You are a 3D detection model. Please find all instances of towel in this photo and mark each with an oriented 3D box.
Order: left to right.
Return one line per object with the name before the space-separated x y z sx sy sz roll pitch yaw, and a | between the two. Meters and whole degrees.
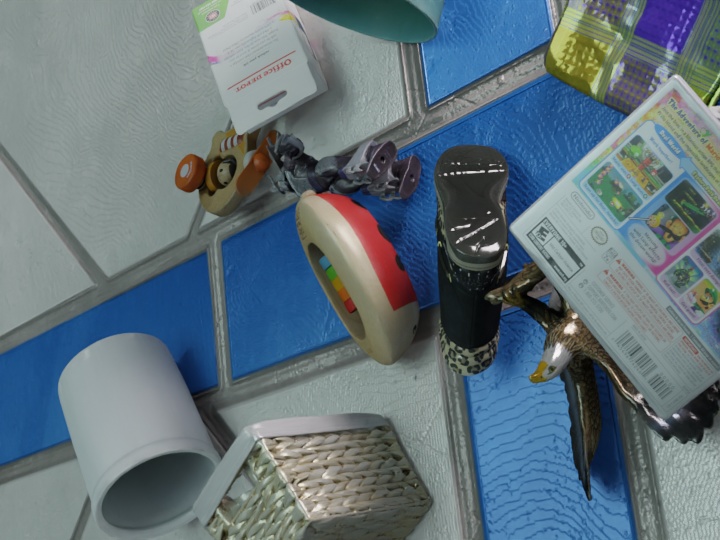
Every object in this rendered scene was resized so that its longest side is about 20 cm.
towel | 0.252 -0.211 1.089 0.200 0.023 0.145 42 115 43

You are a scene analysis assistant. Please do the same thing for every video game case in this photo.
video game case | 0.244 -0.016 0.955 0.182 0.024 0.201 -43 79 22

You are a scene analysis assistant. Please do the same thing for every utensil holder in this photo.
utensil holder | -0.282 0.205 1.530 0.171 0.168 0.201 -55 47 27

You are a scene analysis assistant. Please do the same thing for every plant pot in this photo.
plant pot | 0.013 -0.353 1.263 0.199 0.199 0.163 15 83 48

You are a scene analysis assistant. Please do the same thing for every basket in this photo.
basket | -0.045 0.237 1.235 0.124 0.198 0.136 53 122 32

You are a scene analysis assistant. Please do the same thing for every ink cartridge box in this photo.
ink cartridge box | -0.114 -0.247 1.445 0.116 0.067 0.202 -26 61 10

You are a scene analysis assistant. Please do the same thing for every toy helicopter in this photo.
toy helicopter | -0.140 -0.161 1.494 0.132 0.078 0.202 26 92 53

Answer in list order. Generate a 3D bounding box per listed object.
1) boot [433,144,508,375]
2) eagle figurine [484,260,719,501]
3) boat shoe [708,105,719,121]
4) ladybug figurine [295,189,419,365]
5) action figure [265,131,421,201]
boot | 0.105 -0.015 1.180 0.205 0.072 0.156 -85 -4 -55
eagle figurine | 0.199 0.077 1.056 0.201 0.150 0.152 52 171 5
boat shoe | 0.309 -0.100 0.983 0.199 0.074 0.066 25 66 39
ladybug figurine | 0.000 0.000 1.273 0.202 0.071 0.136 61 165 1
action figure | -0.034 -0.103 1.334 0.198 0.130 0.070 -4 53 44
